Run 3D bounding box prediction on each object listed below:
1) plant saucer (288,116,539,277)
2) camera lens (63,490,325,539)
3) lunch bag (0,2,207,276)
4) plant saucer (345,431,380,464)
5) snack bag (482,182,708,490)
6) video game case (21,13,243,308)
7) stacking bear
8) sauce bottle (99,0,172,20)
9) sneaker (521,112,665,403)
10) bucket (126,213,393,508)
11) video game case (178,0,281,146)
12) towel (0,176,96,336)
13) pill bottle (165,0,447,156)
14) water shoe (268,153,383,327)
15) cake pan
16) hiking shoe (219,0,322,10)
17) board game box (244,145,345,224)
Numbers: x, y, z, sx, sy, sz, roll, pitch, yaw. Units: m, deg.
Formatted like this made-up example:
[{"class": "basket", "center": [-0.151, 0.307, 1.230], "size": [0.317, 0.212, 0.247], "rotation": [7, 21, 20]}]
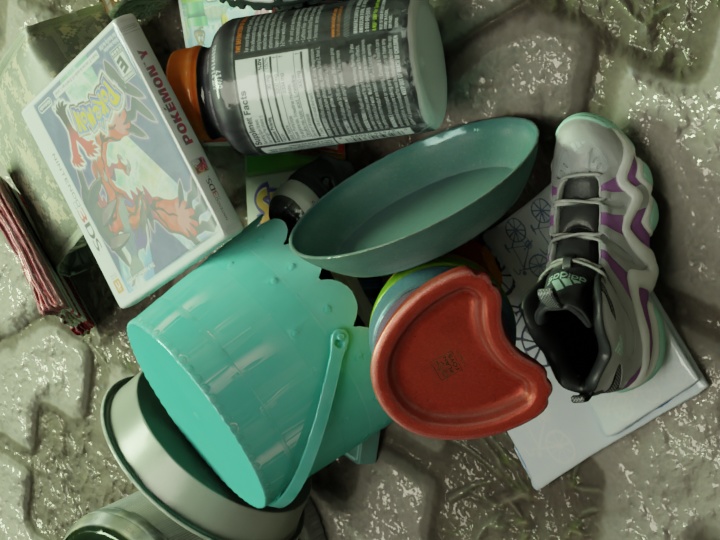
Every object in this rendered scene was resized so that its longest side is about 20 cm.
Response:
[{"class": "plant saucer", "center": [0.045, -0.047, 1.585], "size": [0.199, 0.200, 0.036], "rotation": [-7, 116, 43]}, {"class": "camera lens", "center": [-0.146, 0.255, 1.852], "size": [0.160, 0.200, 0.161], "rotation": [16, 115, 38]}, {"class": "lunch bag", "center": [-0.240, -0.106, 1.863], "size": [0.164, 0.117, 0.200], "rotation": [59, 143, 8]}, {"class": "plant saucer", "center": [-0.067, 0.091, 1.825], "size": [0.200, 0.019, 0.070], "rotation": [31, 140, 22]}, {"class": "snack bag", "center": [0.145, 0.048, 1.641], "size": [0.200, 0.021, 0.189], "rotation": [-38, 79, 43]}, {"class": "video game case", "center": [-0.180, -0.079, 1.684], "size": [0.200, 0.023, 0.183], "rotation": [-31, 86, 56]}, {"class": "stacking bear", "center": [0.062, 0.033, 1.579], "size": [0.113, 0.200, 0.122], "rotation": [-28, 107, 11]}, {"class": "sauce bottle", "center": [-0.217, -0.304, 1.811], "size": [0.065, 0.065, 0.201], "rotation": [-38, 71, 43]}, {"class": "sneaker", "center": [0.152, -0.007, 1.511], "size": [0.077, 0.140, 0.201], "rotation": [-11, 92, 32]}, {"class": "bucket", "center": [-0.075, 0.075, 1.681], "size": [0.207, 0.135, 0.207], "rotation": [48, 164, 19]}, {"class": "video game case", "center": [-0.101, -0.200, 1.747], "size": [0.143, 0.017, 0.201], "rotation": [3, 104, 56]}, {"class": "towel", "center": [-0.286, -0.015, 1.916], "size": [0.144, 0.023, 0.200], "rotation": [61, 178, 8]}, {"class": "pill bottle", "center": [-0.043, -0.144, 1.632], "size": [0.199, 0.106, 0.107], "rotation": [-6, 102, 16]}, {"class": "water shoe", "center": [0.000, 0.000, 1.723], "size": [0.071, 0.079, 0.200], "rotation": [16, 141, 44]}, {"class": "cake pan", "center": [-0.120, 0.147, 1.801], "size": [0.200, 0.200, 0.037], "rotation": [47, 115, 19]}, {"class": "hiking shoe", "center": [-0.022, -0.248, 1.617], "size": [0.199, 0.074, 0.087], "rotation": [-8, 111, 14]}, {"class": "board game box", "center": [-0.051, -0.021, 1.791], "size": [0.095, 0.030, 0.201], "rotation": [13, 111, 39]}]
